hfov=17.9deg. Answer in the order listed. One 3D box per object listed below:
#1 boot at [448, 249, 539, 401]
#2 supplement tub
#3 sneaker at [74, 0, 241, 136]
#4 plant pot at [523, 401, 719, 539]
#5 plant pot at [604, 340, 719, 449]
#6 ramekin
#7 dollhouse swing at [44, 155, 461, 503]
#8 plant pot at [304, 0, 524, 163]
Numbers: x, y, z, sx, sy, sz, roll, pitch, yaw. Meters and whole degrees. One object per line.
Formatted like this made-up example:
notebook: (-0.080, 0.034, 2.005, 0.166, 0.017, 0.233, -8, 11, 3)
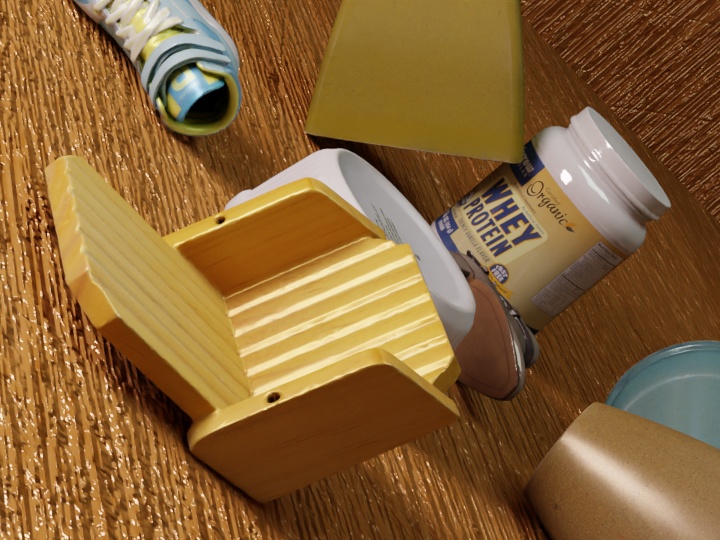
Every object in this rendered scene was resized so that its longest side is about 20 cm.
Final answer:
boot: (0.112, 0.054, 1.963, 0.146, 0.070, 0.200, 36, 20, -52)
supplement tub: (0.175, -0.043, 2.140, 0.144, 0.200, 0.144, 46, 14, -14)
sneaker: (-0.156, -0.182, 1.711, 0.200, 0.080, 0.131, 42, 14, -28)
plant pot: (0.233, 0.198, 1.773, 0.200, 0.187, 0.186, 40, 11, 13)
plant pot: (0.291, 0.189, 1.946, 0.200, 0.200, 0.196, 48, 22, -8)
ramekin: (0.000, 0.000, 1.686, 0.202, 0.094, 0.202, 47, 14, -15)
dollhouse swing: (-0.064, -0.001, 1.355, 0.200, 0.181, 0.176, -110, 176, -54)
plant pot: (0.064, -0.219, 2.124, 0.199, 0.177, 0.200, 8, 16, 1)
